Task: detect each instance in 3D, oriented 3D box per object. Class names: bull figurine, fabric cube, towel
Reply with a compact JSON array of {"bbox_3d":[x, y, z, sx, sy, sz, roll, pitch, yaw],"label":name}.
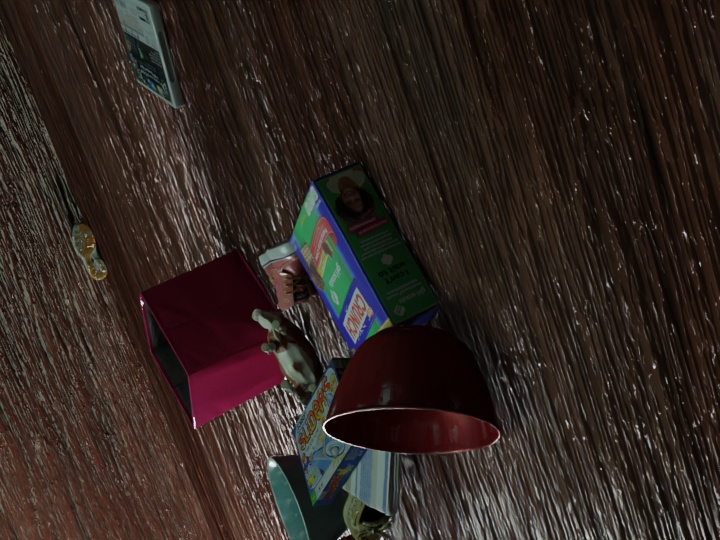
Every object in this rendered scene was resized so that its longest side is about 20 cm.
[{"bbox_3d":[-0.114,0.136,1.592,0.201,0.065,0.121,54,-172,10],"label":"bull figurine"},{"bbox_3d":[-0.262,0.121,1.764,0.201,0.197,0.198,52,156,28],"label":"fabric cube"},{"bbox_3d":[0.007,0.266,1.449,0.199,0.023,0.151,7,95,63],"label":"towel"}]

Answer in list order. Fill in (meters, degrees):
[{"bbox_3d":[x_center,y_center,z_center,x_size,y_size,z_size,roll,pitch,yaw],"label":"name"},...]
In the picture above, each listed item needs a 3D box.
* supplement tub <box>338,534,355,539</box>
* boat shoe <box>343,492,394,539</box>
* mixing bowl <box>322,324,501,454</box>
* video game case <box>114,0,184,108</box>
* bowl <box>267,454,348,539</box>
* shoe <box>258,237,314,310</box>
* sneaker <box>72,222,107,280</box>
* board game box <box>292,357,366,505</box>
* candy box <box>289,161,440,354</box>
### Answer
[{"bbox_3d":[0.011,0.570,1.699,0.201,0.121,0.123,54,156,27],"label":"supplement tub"},{"bbox_3d":[0.015,0.376,1.553,0.063,0.072,0.203,46,151,44],"label":"boat shoe"},{"bbox_3d":[0.059,0.129,1.088,0.201,0.196,0.111,120,157,-64],"label":"mixing bowl"},{"bbox_3d":[-0.377,-0.399,1.728,0.199,0.023,0.185,37,144,50],"label":"video game case"},{"bbox_3d":[-0.084,0.415,1.768,0.203,0.103,0.202,90,154,-44],"label":"bowl"},{"bbox_3d":[-0.096,0.002,1.436,0.092,0.071,0.200,64,164,-1],"label":"shoe"},{"bbox_3d":[-0.903,-0.064,3.220,0.087,0.075,0.204,20,130,60],"label":"sneaker"},{"bbox_3d":[-0.044,0.247,1.488,0.202,0.034,0.137,-63,37,43],"label":"board game box"},{"bbox_3d":[0.000,0.000,1.195,0.202,0.076,0.170,59,157,13],"label":"candy box"}]
